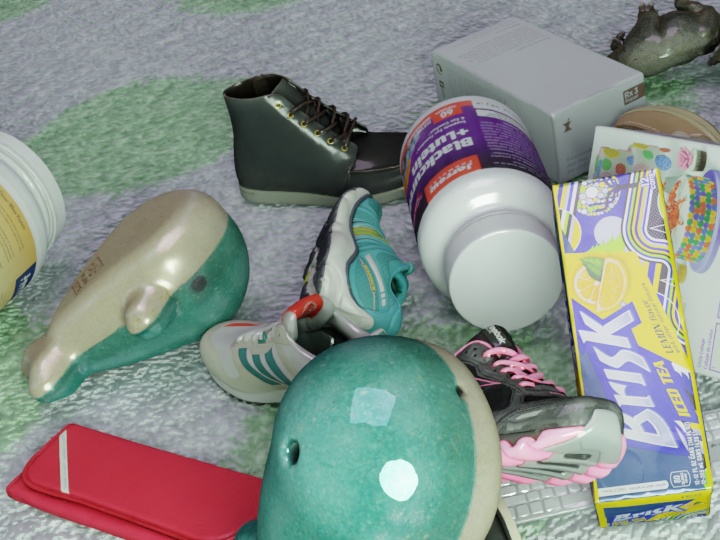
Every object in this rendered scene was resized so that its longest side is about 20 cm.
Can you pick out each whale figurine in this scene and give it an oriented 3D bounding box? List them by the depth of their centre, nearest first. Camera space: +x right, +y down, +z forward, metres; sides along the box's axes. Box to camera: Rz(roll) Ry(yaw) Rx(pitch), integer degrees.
[{"bbox_3d":[-0.017,0.121,0.740,0.103,0.200,0.160,12,44,-40],"label":"whale figurine"},{"bbox_3d":[-0.168,0.032,1.067,0.200,0.104,0.159,-45,24,-6],"label":"whale figurine"}]

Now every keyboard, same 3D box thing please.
[{"bbox_3d":[0.176,0.117,0.858,0.198,0.011,0.056,-13,31,2],"label":"keyboard"}]

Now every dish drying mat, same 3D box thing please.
[{"bbox_3d":[-0.144,0.147,0.928,0.198,0.018,0.077,10,37,33],"label":"dish drying mat"}]

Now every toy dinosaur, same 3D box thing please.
[{"bbox_3d":[0.280,-0.212,1.282,0.198,0.078,0.103,-7,25,6],"label":"toy dinosaur"}]

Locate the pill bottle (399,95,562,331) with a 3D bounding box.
[{"bbox_3d":[0.093,-0.042,1.047,0.110,0.112,0.201,-12,31,2],"label":"pill bottle"}]

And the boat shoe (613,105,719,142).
[{"bbox_3d":[0.252,-0.071,1.070,0.064,0.072,0.200,-26,35,-21],"label":"boat shoe"}]

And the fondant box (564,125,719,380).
[{"bbox_3d":[0.237,-0.007,0.895,0.199,0.146,0.058,15,13,38],"label":"fondant box"}]

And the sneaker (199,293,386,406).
[{"bbox_3d":[-0.042,0.050,0.970,0.199,0.094,0.070,19,43,41],"label":"sneaker"}]

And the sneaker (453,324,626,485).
[{"bbox_3d":[0.080,0.075,0.808,0.078,0.096,0.199,17,-16,-27],"label":"sneaker"}]

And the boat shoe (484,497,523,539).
[{"bbox_3d":[0.072,0.181,0.733,0.063,0.074,0.202,-22,27,-1],"label":"boat shoe"}]

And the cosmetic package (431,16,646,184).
[{"bbox_3d":[0.157,-0.156,1.245,0.101,0.075,0.200,-24,35,-17],"label":"cosmetic package"}]

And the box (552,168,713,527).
[{"bbox_3d":[0.161,0.046,0.832,0.069,0.064,0.202,-8,66,9],"label":"box"}]

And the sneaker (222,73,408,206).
[{"bbox_3d":[-0.026,-0.118,1.219,0.198,0.107,0.075,-3,32,17],"label":"sneaker"}]

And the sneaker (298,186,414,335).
[{"bbox_3d":[0.000,0.000,1.073,0.079,0.078,0.200,24,24,-7],"label":"sneaker"}]

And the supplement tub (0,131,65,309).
[{"bbox_3d":[-0.349,-0.016,1.147,0.143,0.146,0.200,5,36,28],"label":"supplement tub"}]
